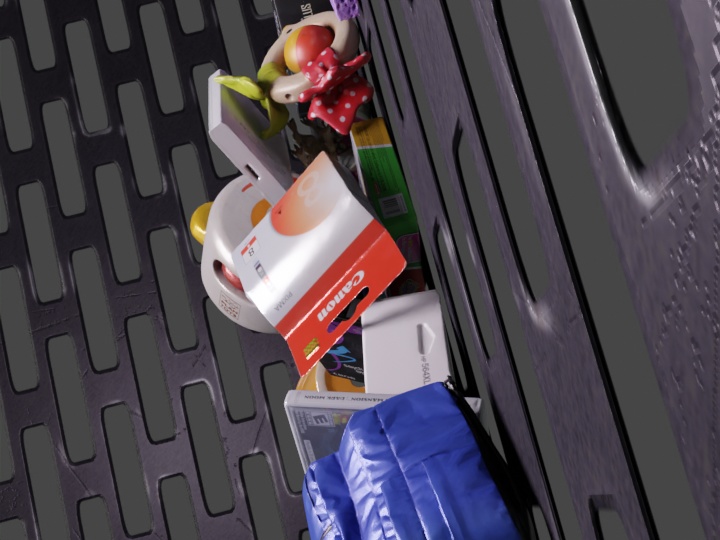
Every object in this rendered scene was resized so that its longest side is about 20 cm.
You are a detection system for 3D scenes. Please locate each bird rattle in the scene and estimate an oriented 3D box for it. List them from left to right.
[{"bbox_3d":[-0.063,-0.234,1.217,0.113,0.199,0.164,40,-124,-33],"label":"bird rattle"}]

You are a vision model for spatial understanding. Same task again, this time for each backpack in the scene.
[{"bbox_3d":[0.053,0.220,0.840,0.200,0.167,0.163,56,170,55],"label":"backpack"}]

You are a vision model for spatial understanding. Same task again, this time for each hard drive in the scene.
[{"bbox_3d":[-0.128,-0.153,1.261,0.132,0.026,0.200,48,-169,-25],"label":"hard drive"}]

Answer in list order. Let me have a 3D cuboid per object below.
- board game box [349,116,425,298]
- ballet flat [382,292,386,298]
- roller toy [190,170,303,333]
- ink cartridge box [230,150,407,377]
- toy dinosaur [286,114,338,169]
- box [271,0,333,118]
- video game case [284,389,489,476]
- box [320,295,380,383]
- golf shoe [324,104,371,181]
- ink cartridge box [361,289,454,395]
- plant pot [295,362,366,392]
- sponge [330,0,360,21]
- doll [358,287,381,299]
[{"bbox_3d":[0.034,-0.049,1.219,0.200,0.040,0.154,79,176,-54],"label":"board game box"},{"bbox_3d":[0.035,-0.009,1.409,0.062,0.067,0.201,29,-138,-51],"label":"ballet flat"},{"bbox_3d":[-0.109,-0.021,1.353,0.140,0.199,0.183,111,153,-53],"label":"roller toy"},{"bbox_3d":[-0.050,-0.011,1.104,0.050,0.162,0.200,35,-165,-33],"label":"ink cartridge box"},{"bbox_3d":[-0.043,-0.127,1.301,0.101,0.058,0.201,60,-175,-48],"label":"toy dinosaur"},{"bbox_3d":[-0.066,-0.311,1.488,0.200,0.086,0.165,-155,52,-87],"label":"box"},{"bbox_3d":[0.035,0.191,1.000,0.023,0.181,0.201,-70,-25,-48],"label":"video game case"},{"bbox_3d":[0.000,0.081,1.219,0.036,0.142,0.200,-69,-27,-21],"label":"box"},{"bbox_3d":[-0.013,-0.170,1.400,0.200,0.075,0.092,99,166,-64],"label":"golf shoe"},{"bbox_3d":[0.058,0.143,1.074,0.146,0.084,0.201,-94,-8,-53],"label":"ink cartridge box"},{"bbox_3d":[0.001,0.176,1.505,0.184,0.199,0.201,90,166,-65],"label":"plant pot"},{"bbox_3d":[-0.038,-0.367,1.180,0.201,0.030,0.112,-108,4,-50],"label":"sponge"},{"bbox_3d":[0.000,0.000,1.223,0.201,0.048,0.137,88,169,-52],"label":"doll"}]
